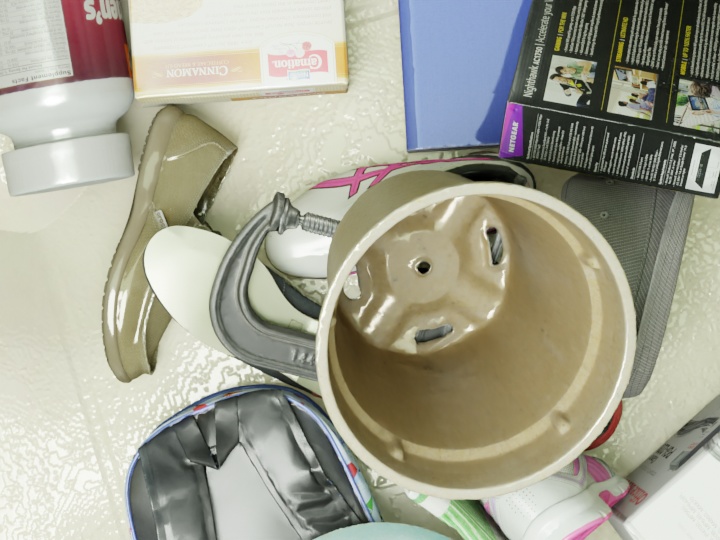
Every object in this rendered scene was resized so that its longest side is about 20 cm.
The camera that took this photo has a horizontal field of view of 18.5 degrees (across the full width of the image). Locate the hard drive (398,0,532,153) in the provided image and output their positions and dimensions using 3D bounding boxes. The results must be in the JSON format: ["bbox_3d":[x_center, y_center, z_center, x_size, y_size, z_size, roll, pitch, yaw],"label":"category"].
[{"bbox_3d":[0.093,-0.190,1.604,0.131,0.025,0.201,-3,89,0],"label":"hard drive"}]

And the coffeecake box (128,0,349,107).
[{"bbox_3d":[-0.090,-0.223,1.581,0.152,0.073,0.201,-4,89,0],"label":"coffeecake box"}]

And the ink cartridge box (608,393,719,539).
[{"bbox_3d":[0.269,0.134,1.538,0.200,0.146,0.085,-43,91,-1],"label":"ink cartridge box"}]

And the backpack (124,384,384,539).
[{"bbox_3d":[-0.072,0.175,1.536,0.199,0.154,0.191,-21,98,-5],"label":"backpack"}]

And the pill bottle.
[{"bbox_3d":[-0.219,-0.158,1.561,0.109,0.110,0.201,-10,91,0],"label":"pill bottle"}]

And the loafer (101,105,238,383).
[{"bbox_3d":[-0.135,-0.016,1.576,0.067,0.076,0.201,12,89,7],"label":"loafer"}]

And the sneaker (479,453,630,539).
[{"bbox_3d":[0.126,0.144,1.513,0.081,0.200,0.088,-41,84,5],"label":"sneaker"}]

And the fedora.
[{"bbox_3d":[0.172,-0.009,1.519,0.090,0.177,0.201,15,48,5],"label":"fedora"}]

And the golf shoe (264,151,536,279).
[{"bbox_3d":[0.026,-0.044,1.570,0.199,0.092,0.073,-16,90,1],"label":"golf shoe"}]

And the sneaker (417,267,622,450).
[{"bbox_3d":[0.099,0.060,1.564,0.200,0.098,0.071,33,91,2],"label":"sneaker"}]

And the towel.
[{"bbox_3d":[0.085,0.177,1.505,0.023,0.153,0.200,-42,113,5],"label":"towel"}]

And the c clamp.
[{"bbox_3d":[0.000,0.000,1.518,0.199,0.027,0.172,9,104,-12],"label":"c clamp"}]

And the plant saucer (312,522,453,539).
[{"bbox_3d":[0.015,0.268,1.453,0.200,0.039,0.202,0,94,-4],"label":"plant saucer"}]

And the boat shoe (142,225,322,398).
[{"bbox_3d":[-0.070,0.031,1.553,0.199,0.063,0.071,31,93,-18],"label":"boat shoe"}]

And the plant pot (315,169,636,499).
[{"bbox_3d":[0.055,0.019,1.422,0.199,0.184,0.202,-3,107,-10],"label":"plant pot"}]

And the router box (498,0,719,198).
[{"bbox_3d":[0.181,-0.140,1.496,0.148,0.200,0.051,12,131,5],"label":"router box"}]
